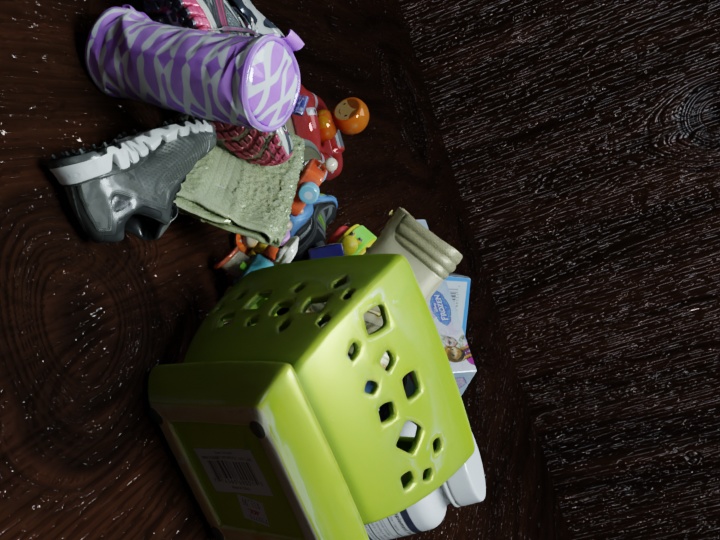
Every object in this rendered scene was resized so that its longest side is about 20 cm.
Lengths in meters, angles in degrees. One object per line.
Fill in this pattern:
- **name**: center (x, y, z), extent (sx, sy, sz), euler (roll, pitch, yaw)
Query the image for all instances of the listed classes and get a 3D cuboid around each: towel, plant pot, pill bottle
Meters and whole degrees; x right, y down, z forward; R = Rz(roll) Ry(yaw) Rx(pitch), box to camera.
- **towel**: center (-0.128, -0.105, 0.880), extent (0.147, 0.037, 0.201), euler (22, 35, -9)
- **plant pot**: center (-0.049, 0.119, 0.740), extent (0.181, 0.198, 0.201), euler (-39, 114, -43)
- **pill bottle**: center (0.023, 0.219, 0.911), extent (0.111, 0.198, 0.113), euler (-18, 90, -75)

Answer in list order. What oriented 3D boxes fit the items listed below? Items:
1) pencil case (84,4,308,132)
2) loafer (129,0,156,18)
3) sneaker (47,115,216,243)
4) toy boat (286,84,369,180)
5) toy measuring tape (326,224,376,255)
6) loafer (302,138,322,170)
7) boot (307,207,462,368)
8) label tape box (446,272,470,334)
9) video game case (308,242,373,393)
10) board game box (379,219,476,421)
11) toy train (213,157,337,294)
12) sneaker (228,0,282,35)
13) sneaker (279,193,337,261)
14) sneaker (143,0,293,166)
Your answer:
- **pencil case**: center (-0.144, -0.177, 0.755), extent (0.084, 0.198, 0.087), euler (25, 82, -64)
- **loafer**: center (-0.150, -0.224, 0.896), extent (0.200, 0.071, 0.073), euler (45, 35, -4)
- **sneaker**: center (-0.181, -0.075, 0.752), extent (0.200, 0.066, 0.092), euler (-42, 122, -61)
- **toy boat**: center (-0.050, -0.206, 1.248), extent (0.200, 0.129, 0.132), euler (-2, 75, -74)
- **toy measuring tape**: center (-0.009, -0.016, 1.204), extent (0.200, 0.073, 0.075), euler (86, -10, -75)
- **loafer**: center (-0.097, -0.113, 1.078), extent (0.070, 0.075, 0.200), euler (59, 24, 5)
- **boot**: center (0.000, 0.000, 0.924), extent (0.199, 0.157, 0.073), euler (33, 0, 42)
- **label tape box**: center (0.059, 0.066, 1.142), extent (0.199, 0.062, 0.147), euler (15, -80, 64)
- **video game case**: center (-0.021, 0.090, 1.079), extent (0.181, 0.045, 0.203), euler (93, -15, -74)
- **board game box**: center (0.054, 0.084, 0.996), extent (0.201, 0.041, 0.202), euler (109, -27, -48)
- **toy train**: center (-0.096, -0.047, 0.935), extent (0.055, 0.151, 0.201), euler (34, 31, -11)
- **sneaker**: center (-0.151, -0.285, 1.073), extent (0.130, 0.079, 0.201), euler (-79, 149, -57)
- **sneaker**: center (-0.076, -0.057, 1.142), extent (0.200, 0.070, 0.084), euler (-53, 146, -74)
- **sneaker**: center (-0.119, -0.194, 0.837), extent (0.075, 0.080, 0.202), euler (-39, 104, -40)
